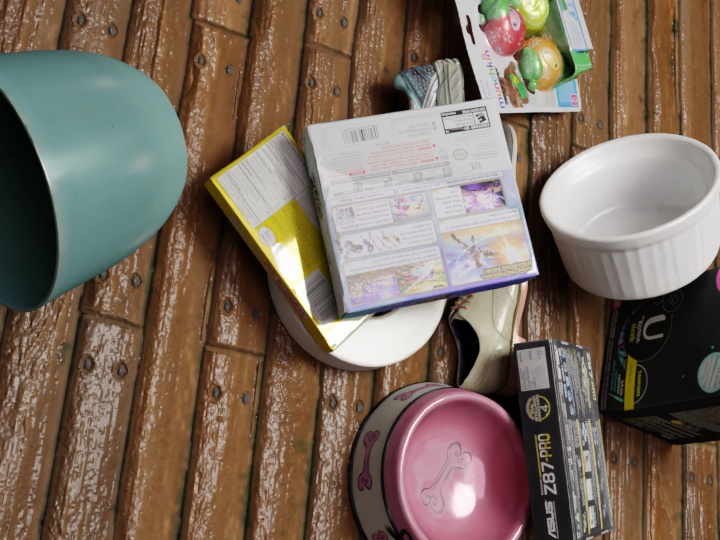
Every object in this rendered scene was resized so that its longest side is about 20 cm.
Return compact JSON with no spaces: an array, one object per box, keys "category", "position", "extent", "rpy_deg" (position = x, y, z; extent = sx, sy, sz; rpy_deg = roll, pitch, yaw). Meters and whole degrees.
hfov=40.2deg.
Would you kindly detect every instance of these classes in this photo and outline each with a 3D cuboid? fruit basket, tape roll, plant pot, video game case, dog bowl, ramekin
[{"category":"fruit basket","position":[0.185,-0.274,1.137],"extent":[0.198,0.093,0.189],"rpy_deg":[-8,81,-50]},{"category":"tape roll","position":[0.000,0.000,1.014],"extent":[0.199,0.037,0.207],"rpy_deg":[7,75,-26]},{"category":"plant pot","position":[-0.243,-0.089,0.819],"extent":[0.160,0.199,0.203],"rpy_deg":[-27,91,-44]},{"category":"video game case","position":[0.057,-0.062,0.954],"extent":[0.196,0.045,0.185],"rpy_deg":[-10,79,-13]},{"category":"dog bowl","position":[0.090,0.210,0.990],"extent":[0.197,0.074,0.204],"rpy_deg":[8,74,-27]},{"category":"ramekin","position":[0.308,-0.059,1.106],"extent":[0.200,0.198,0.099],"rpy_deg":[-44,129,-29]}]

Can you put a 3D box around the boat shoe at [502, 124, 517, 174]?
[{"category":"boat shoe","position":[0.141,-0.102,1.074],"extent":[0.056,0.068,0.202],"rpy_deg":[5,39,2]}]

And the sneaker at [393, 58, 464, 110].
[{"category":"sneaker","position":[0.074,-0.125,1.077],"extent":[0.084,0.078,0.205],"rpy_deg":[-3,91,5]}]

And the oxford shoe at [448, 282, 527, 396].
[{"category":"oxford shoe","position":[0.134,0.032,1.061],"extent":[0.072,0.071,0.204],"rpy_deg":[4,75,-24]}]

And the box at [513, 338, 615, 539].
[{"category":"box","position":[0.217,0.179,1.037],"extent":[0.160,0.048,0.204],"rpy_deg":[12,69,-60]}]

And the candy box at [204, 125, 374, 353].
[{"category":"candy box","position":[-0.055,-0.030,0.955],"extent":[0.102,0.026,0.201],"rpy_deg":[-39,97,-33]}]

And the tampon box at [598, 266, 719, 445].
[{"category":"tampon box","position":[0.388,0.099,1.107],"extent":[0.125,0.199,0.153],"rpy_deg":[22,67,-22]}]
